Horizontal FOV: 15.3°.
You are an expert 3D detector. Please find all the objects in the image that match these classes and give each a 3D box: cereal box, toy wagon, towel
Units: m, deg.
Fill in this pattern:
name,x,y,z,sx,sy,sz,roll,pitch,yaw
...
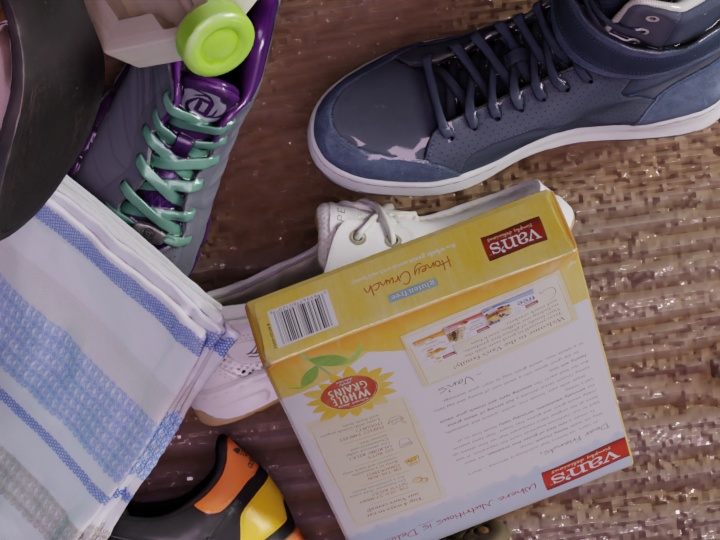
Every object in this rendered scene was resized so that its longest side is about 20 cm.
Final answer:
name,x,y,z,sx,sy,sz,roll,pitch,yaw
cereal box,0.040,0.054,1.208,0.143,0.040,0.200,-20,146,0
toy wagon,-0.055,-0.182,1.134,0.039,0.155,0.200,22,115,-46
towel,-0.154,0.056,1.206,0.147,0.024,0.200,40,113,16

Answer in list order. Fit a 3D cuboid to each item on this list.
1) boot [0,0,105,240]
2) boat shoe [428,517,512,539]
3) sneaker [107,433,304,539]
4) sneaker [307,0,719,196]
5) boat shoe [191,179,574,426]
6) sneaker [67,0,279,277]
name,x,y,z,sx,sy,sz,roll,pitch,yaw
boot,-0.207,-0.125,1.141,0.199,0.068,0.189,25,132,22
boat shoe,-0.011,0.187,1.279,0.199,0.072,0.068,-23,104,-2
sneaker,-0.125,0.150,1.265,0.199,0.070,0.090,-28,99,-2
sneaker,0.074,-0.103,1.170,0.201,0.146,0.077,-14,68,-7
boat shoe,0.000,0.000,1.231,0.199,0.071,0.070,-27,106,3
sneaker,-0.088,-0.058,1.188,0.074,0.088,0.201,18,95,-11
